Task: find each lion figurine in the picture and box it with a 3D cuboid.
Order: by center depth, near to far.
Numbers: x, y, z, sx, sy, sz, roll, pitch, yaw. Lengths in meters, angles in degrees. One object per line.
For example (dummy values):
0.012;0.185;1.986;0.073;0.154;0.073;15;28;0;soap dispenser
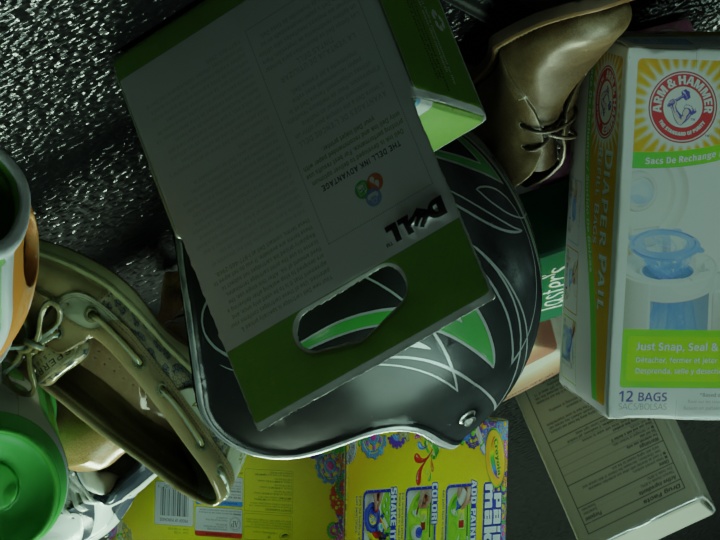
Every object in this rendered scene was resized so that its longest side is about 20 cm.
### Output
-0.133;0.075;1.754;0.072;0.123;0.200;34;128;-22;lion figurine

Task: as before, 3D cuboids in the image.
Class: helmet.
0.000;0.000;1.566;0.189;0.201;0.200;-8;163;-2;helmet

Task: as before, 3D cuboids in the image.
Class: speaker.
-0.208;0.098;1.666;0.088;0.089;0.200;-21;-166;-4;speaker

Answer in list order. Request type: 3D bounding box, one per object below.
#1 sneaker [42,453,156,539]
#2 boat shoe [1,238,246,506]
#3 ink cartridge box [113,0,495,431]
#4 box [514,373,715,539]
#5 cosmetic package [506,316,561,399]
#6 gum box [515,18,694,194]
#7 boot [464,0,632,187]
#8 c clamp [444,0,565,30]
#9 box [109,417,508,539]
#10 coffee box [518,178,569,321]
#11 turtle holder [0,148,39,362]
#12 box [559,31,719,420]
-0.178;0.123;1.899;0.198;0.080;0.129;-30;169;22;sneaker
-0.140;0.051;1.608;0.199;0.063;0.073;33;138;-16;boat shoe
-0.013;-0.043;1.413;0.147;0.201;0.076;-29;162;25;ink cartridge box
0.160;0.090;2.039;0.094;0.201;0.078;-24;163;9;box
0.056;0.031;1.925;0.103;0.088;0.200;-28;162;23;cosmetic package
0.125;-0.064;1.752;0.113;0.066;0.200;-15;162;-20;gum box
0.101;-0.094;1.568;0.073;0.076;0.200;-13;170;-20;boot
0.125;-0.169;1.515;0.170;0.027;0.200;-24;165;25;c clamp
-0.034;0.156;2.008;0.199;0.123;0.192;1;179;37;box
0.146;-0.021;1.714;0.199;0.044;0.123;-18;161;-9;coffee box
-0.230;-0.023;1.357;0.132;0.186;0.141;-38;-171;44;turtle holder
0.175;-0.027;1.604;0.112;0.202;0.101;1;-172;-12;box
